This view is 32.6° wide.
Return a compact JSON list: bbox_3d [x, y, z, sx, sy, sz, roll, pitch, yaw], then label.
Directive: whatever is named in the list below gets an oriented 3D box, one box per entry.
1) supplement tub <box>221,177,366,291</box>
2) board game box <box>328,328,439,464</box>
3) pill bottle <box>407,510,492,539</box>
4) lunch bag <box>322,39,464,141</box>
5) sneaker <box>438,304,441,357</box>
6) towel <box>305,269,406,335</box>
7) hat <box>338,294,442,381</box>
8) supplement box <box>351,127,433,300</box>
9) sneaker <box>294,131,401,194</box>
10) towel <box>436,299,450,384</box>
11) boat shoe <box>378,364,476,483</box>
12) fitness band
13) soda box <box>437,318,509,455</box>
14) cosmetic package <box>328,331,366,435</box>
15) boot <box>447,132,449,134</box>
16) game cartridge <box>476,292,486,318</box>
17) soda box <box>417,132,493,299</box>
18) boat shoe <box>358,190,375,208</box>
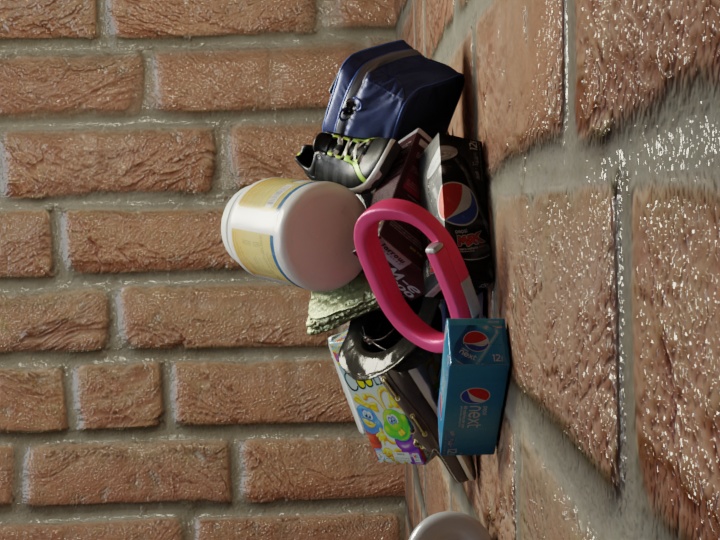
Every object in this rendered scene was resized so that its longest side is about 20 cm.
[{"bbox_3d":[-0.091,-0.052,1.663,0.200,0.144,0.145,12,105,57],"label":"supplement tub"},{"bbox_3d":[0.056,0.167,1.782,0.103,0.105,0.200,-6,112,48],"label":"board game box"},{"bbox_3d":[0.108,0.372,1.567,0.200,0.112,0.112,93,175,-73],"label":"pill bottle"},{"bbox_3d":[0.035,-0.234,1.713,0.200,0.132,0.136,-26,-37,-53],"label":"lunch bag"},{"bbox_3d":[0.111,0.070,1.866,0.078,0.085,0.200,90,179,-57],"label":"sneaker"},{"bbox_3d":[0.000,0.000,1.664,0.200,0.036,0.149,-27,46,43],"label":"towel"},{"bbox_3d":[0.063,0.073,1.627,0.200,0.081,0.201,-38,32,29],"label":"hat"},{"bbox_3d":[0.071,-0.074,1.578,0.061,0.109,0.200,-30,29,43],"label":"supplement box"},{"bbox_3d":[-0.027,-0.147,1.628,0.200,0.083,0.072,-11,47,57],"label":"sneaker"},{"bbox_3d":[0.115,0.120,1.625,0.200,0.024,0.145,-93,3,-69],"label":"towel"},{"bbox_3d":[0.092,0.207,1.683,0.200,0.059,0.072,60,-169,-5],"label":"boat shoe"},{"bbox_3d":[0.064,0.009,1.445,0.037,0.143,0.200,-40,-61,-35],"label":"fitness band"},{"bbox_3d":[0.127,0.137,1.413,0.200,0.068,0.064,90,179,-53],"label":"soda box"},{"bbox_3d":[0.050,0.163,1.997,0.200,0.167,0.167,102,148,-83],"label":"cosmetic package"},{"bbox_3d":[0.116,-0.117,1.904,0.200,0.066,0.176,-96,4,-61],"label":"boot"},{"bbox_3d":[0.142,0.116,1.603,0.130,0.038,0.201,-69,-21,-81],"label":"game cartridge"},{"bbox_3d":[0.115,-0.065,1.512,0.071,0.063,0.201,131,142,-55],"label":"soda box"},{"bbox_3d":[0.000,-0.028,1.765,0.074,0.060,0.201,-19,72,47],"label":"boat shoe"}]
